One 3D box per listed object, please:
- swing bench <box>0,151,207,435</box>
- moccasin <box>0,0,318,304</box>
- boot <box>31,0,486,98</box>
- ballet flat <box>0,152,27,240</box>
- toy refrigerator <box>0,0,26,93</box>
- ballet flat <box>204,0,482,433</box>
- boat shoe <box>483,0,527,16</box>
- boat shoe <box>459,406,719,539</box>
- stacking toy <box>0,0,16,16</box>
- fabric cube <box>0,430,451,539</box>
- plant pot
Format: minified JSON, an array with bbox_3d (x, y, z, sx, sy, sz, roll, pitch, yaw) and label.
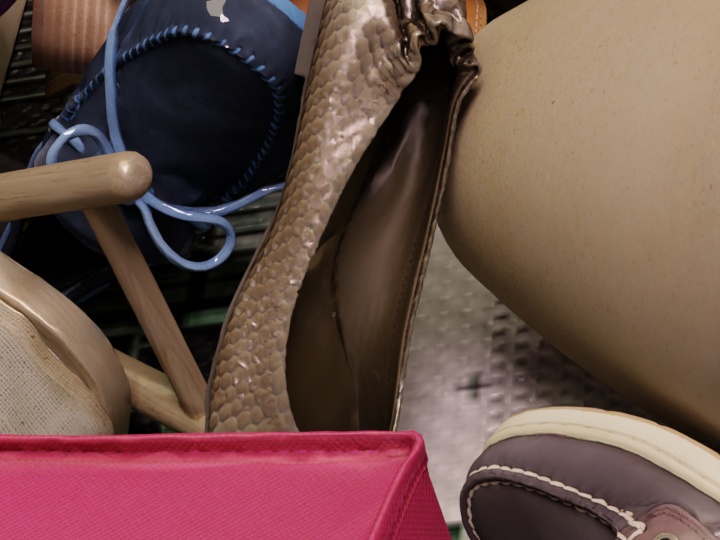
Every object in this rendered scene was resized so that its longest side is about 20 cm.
[{"bbox_3d":[-0.172,0.055,0.899,0.200,0.130,0.199,13,47,40],"label":"swing bench"},{"bbox_3d":[-0.065,-0.028,0.946,0.080,0.200,0.068,35,62,-2],"label":"moccasin"},{"bbox_3d":[-0.036,-0.088,1.062,0.154,0.074,0.200,5,12,-4],"label":"boot"},{"bbox_3d":[-0.194,-0.070,1.033,0.068,0.200,0.068,-51,8,-29],"label":"ballet flat"},{"bbox_3d":[-0.174,-0.127,1.159,0.070,0.076,0.200,-8,40,13],"label":"toy refrigerator"},{"bbox_3d":[0.000,0.000,0.870,0.046,0.067,0.200,11,87,37],"label":"ballet flat"},{"bbox_3d":[0.062,-0.105,1.042,0.075,0.075,0.202,-8,6,-32],"label":"boat shoe"},{"bbox_3d":[0.094,0.099,0.783,0.065,0.072,0.200,-36,47,-29],"label":"boat shoe"},{"bbox_3d":[-0.149,-0.115,0.989,0.116,0.110,0.200,-36,-7,7],"label":"stacking toy"},{"bbox_3d":[-0.075,0.170,0.658,0.196,0.200,0.200,-1,41,22],"label":"fabric cube"},{"bbox_3d":[0.117,-0.027,0.862,0.187,0.187,0.200,-40,29,-26],"label":"plant pot"}]
